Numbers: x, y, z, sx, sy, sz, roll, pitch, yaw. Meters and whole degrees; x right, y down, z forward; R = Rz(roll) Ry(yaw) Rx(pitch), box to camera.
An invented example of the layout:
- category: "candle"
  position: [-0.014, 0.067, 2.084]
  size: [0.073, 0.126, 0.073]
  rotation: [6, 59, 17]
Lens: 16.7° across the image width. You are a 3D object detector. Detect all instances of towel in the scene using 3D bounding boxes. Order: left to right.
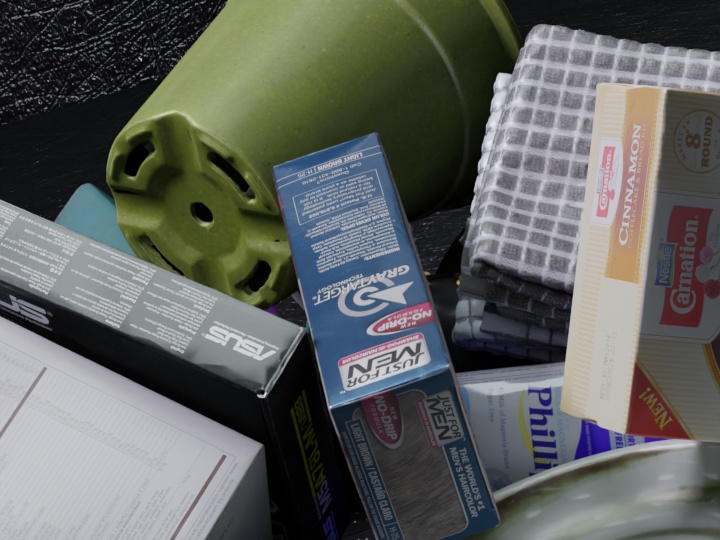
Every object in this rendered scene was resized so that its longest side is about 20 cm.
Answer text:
- category: "towel"
  position: [0.153, -0.032, 1.247]
  size: [0.199, 0.166, 0.086]
  rotation: [12, -23, 7]

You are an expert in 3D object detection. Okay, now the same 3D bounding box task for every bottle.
- category: "bottle"
  position: [0.116, 0.085, 1.213]
  size: [0.199, 0.084, 0.065]
  rotation: [-6, -1, 15]

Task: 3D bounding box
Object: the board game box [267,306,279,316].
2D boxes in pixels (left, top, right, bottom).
- category: "board game box"
  position: [-0.138, 0.069, 1.561]
  size: [0.199, 0.120, 0.032]
  rotation: [-25, -10, -25]

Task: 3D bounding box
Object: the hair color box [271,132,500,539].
- category: "hair color box"
  position: [0.009, 0.032, 1.171]
  size: [0.060, 0.100, 0.200]
  rotation: [-18, 35, 2]

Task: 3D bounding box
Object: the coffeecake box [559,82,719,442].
- category: "coffeecake box"
  position: [0.202, 0.001, 1.121]
  size: [0.199, 0.154, 0.073]
  rotation: [5, 4, -20]

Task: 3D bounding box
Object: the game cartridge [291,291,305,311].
- category: "game cartridge"
  position: [-0.048, -0.011, 1.597]
  size: [0.038, 0.200, 0.130]
  rotation: [-40, 15, 4]

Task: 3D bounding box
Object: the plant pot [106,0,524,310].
- category: "plant pot"
  position: [-0.038, -0.075, 1.342]
  size: [0.199, 0.201, 0.190]
  rotation: [-7, 26, 43]

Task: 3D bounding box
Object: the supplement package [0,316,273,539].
- category: "supplement package"
  position: [-0.155, 0.107, 1.162]
  size: [0.199, 0.110, 0.114]
  rotation: [25, 62, 15]

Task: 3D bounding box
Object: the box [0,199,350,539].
- category: "box"
  position: [-0.107, 0.057, 1.204]
  size: [0.199, 0.193, 0.048]
  rotation: [23, 65, 19]

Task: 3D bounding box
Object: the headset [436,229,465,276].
- category: "headset"
  position: [0.106, 0.004, 1.450]
  size: [0.199, 0.124, 0.094]
  rotation: [-18, 34, -39]

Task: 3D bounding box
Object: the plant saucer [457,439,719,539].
- category: "plant saucer"
  position: [0.109, 0.136, 1.086]
  size: [0.199, 0.050, 0.200]
  rotation: [-18, 13, 4]

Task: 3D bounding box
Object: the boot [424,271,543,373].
- category: "boot"
  position: [0.076, 0.009, 1.318]
  size: [0.150, 0.201, 0.073]
  rotation: [3, -23, 2]

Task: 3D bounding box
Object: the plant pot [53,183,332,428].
- category: "plant pot"
  position: [-0.113, 0.067, 1.405]
  size: [0.142, 0.141, 0.200]
  rotation: [-55, 32, -2]

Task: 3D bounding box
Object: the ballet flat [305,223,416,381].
- category: "ballet flat"
  position: [0.000, 0.000, 1.450]
  size: [0.072, 0.068, 0.200]
  rotation: [-33, 25, 12]

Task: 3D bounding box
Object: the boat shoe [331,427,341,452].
- category: "boat shoe"
  position: [0.002, 0.056, 1.508]
  size: [0.199, 0.085, 0.069]
  rotation: [-22, 10, -25]
